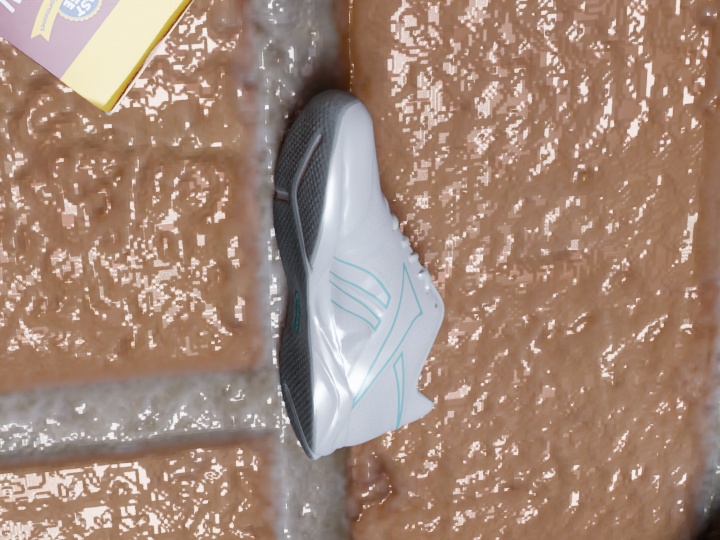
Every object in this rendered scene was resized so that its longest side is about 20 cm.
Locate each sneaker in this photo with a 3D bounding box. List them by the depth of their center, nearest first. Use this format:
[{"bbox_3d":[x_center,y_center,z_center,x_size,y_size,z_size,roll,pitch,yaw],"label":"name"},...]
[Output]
[{"bbox_3d":[0.000,0.000,0.727,0.079,0.071,0.202,-10,120,-18],"label":"sneaker"}]

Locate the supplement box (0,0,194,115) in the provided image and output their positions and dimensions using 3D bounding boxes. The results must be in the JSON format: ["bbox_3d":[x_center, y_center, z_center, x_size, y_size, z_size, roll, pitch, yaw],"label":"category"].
[{"bbox_3d":[-0.138,-0.193,0.538,0.197,0.200,0.133,36,101,-22],"label":"supplement box"}]
